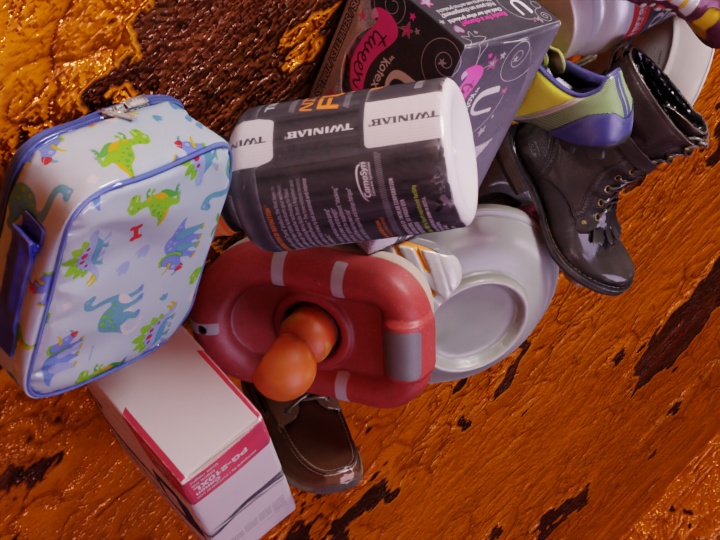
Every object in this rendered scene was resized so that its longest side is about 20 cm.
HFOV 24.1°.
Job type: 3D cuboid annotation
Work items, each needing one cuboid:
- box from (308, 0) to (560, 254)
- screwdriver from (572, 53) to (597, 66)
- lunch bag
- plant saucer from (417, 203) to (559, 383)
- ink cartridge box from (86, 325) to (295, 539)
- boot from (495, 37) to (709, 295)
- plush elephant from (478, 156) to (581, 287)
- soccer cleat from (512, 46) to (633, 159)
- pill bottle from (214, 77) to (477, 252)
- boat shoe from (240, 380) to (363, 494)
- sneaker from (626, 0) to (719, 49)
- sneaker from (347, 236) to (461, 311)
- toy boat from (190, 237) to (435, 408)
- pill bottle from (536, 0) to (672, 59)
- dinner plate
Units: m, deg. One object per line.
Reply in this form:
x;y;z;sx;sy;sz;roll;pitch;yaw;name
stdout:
0.043;-0.132;1.303;0.132;0.115;0.201;-22;145;-47;box
0.136;-0.152;1.423;0.029;0.028;0.199;-37;-171;-39;screwdriver
-0.177;-0.016;1.135;0.160;0.082;0.201;-27;149;-43;lunch bag
0.091;0.035;1.487;0.199;0.050;0.201;-13;132;-14;plant saucer
-0.137;0.133;1.355;0.084;0.145;0.200;-39;155;-14;ink cartridge box
0.222;-0.081;1.427;0.174;0.200;0.069;-26;-161;40;boot
0.153;-0.038;1.589;0.200;0.155;0.165;-40;156;-17;plush elephant
0.132;-0.152;1.350;0.065;0.199;0.084;-37;133;-37;soccer cleat
-0.023;-0.070;1.193;0.198;0.107;0.106;-7;161;14;pill bottle
-0.056;0.113;1.433;0.075;0.200;0.072;-18;127;-19;boat shoe
0.231;-0.231;1.315;0.090;0.075;0.200;-41;131;-3;sneaker
0.000;0.000;1.398;0.077;0.199;0.079;-40;119;-49;sneaker
-0.046;0.054;1.319;0.131;0.198;0.131;-49;143;-52;toy boat
0.204;-0.247;1.406;0.199;0.116;0.116;-31;151;-36;pill bottle
0.246;-0.186;1.527;0.024;0.201;0.201;20;114;-29;dinner plate
